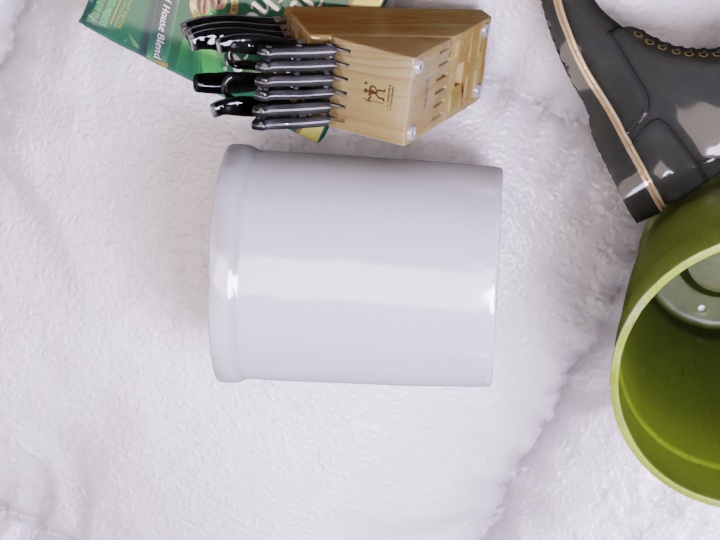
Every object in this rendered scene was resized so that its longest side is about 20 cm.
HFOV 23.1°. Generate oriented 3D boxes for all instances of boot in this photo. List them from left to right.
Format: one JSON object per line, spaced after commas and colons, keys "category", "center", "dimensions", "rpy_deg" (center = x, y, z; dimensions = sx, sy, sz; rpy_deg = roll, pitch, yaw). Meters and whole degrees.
{"category": "boot", "center": [0.213, -0.152, 1.233], "dimensions": [0.137, 0.077, 0.202], "rpy_deg": [-25, 83, 11]}

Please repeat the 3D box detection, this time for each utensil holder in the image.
{"category": "utensil holder", "center": [0.000, 0.000, 1.262], "dimensions": [0.198, 0.170, 0.172], "rpy_deg": [3, 105, 5]}

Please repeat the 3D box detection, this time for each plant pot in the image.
{"category": "plant pot", "center": [0.263, 0.027, 1.214], "dimensions": [0.198, 0.193, 0.202], "rpy_deg": [1, 116, 2]}

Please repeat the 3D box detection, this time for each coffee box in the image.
{"category": "coffee box", "center": [-0.091, -0.192, 1.286], "dimensions": [0.199, 0.044, 0.124], "rpy_deg": [28, 105, -2]}

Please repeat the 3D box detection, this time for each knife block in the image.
{"category": "knife block", "center": [-0.022, -0.149, 1.235], "dimensions": [0.174, 0.200, 0.065], "rpy_deg": [18, 117, 22]}
